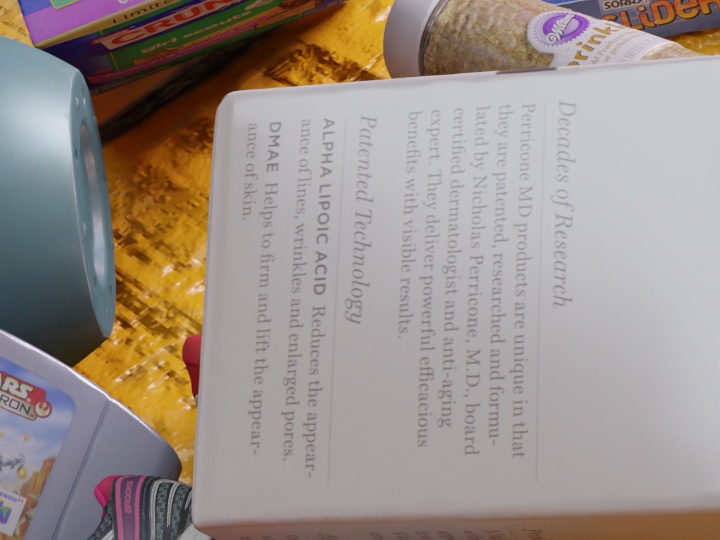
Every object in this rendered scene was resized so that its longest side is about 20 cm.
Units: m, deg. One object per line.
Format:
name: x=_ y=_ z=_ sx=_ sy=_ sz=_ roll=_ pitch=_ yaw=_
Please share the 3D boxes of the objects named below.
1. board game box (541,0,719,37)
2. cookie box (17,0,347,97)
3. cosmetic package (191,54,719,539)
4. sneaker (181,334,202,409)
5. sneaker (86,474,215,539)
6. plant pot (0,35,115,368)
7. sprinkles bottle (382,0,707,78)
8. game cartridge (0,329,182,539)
board game box: x=0.188 y=-0.179 z=1.164 sx=0.200 sy=0.034 sz=0.135 roll=-10 pitch=40 yaw=10
cookie box: x=-0.089 y=-0.159 z=1.130 sx=0.171 sy=0.075 sz=0.200 roll=-21 pitch=-3 yaw=-3
cosmetic package: x=0.061 y=0.030 z=0.832 sx=0.200 sy=0.165 sz=0.165 roll=-3 pitch=72 yaw=17
sneaker: x=0.000 y=0.000 z=0.985 sx=0.077 sy=0.085 sz=0.200 roll=11 pitch=47 yaw=44
sneaker: x=-0.107 y=0.165 z=0.839 sx=0.075 sy=0.081 sz=0.200 roll=22 pitch=52 yaw=16
plant pot: x=-0.199 y=-0.023 z=1.017 sx=0.161 sy=0.201 sz=0.201 roll=-7 pitch=40 yaw=0
sprinkles bottle: x=0.103 y=-0.091 z=1.071 sx=0.200 sy=0.068 sz=0.068 roll=25 pitch=56 yaw=39
game cartridge: x=-0.178 y=0.082 z=0.898 sx=0.200 sy=0.042 sz=0.133 roll=25 pitch=67 yaw=-11
